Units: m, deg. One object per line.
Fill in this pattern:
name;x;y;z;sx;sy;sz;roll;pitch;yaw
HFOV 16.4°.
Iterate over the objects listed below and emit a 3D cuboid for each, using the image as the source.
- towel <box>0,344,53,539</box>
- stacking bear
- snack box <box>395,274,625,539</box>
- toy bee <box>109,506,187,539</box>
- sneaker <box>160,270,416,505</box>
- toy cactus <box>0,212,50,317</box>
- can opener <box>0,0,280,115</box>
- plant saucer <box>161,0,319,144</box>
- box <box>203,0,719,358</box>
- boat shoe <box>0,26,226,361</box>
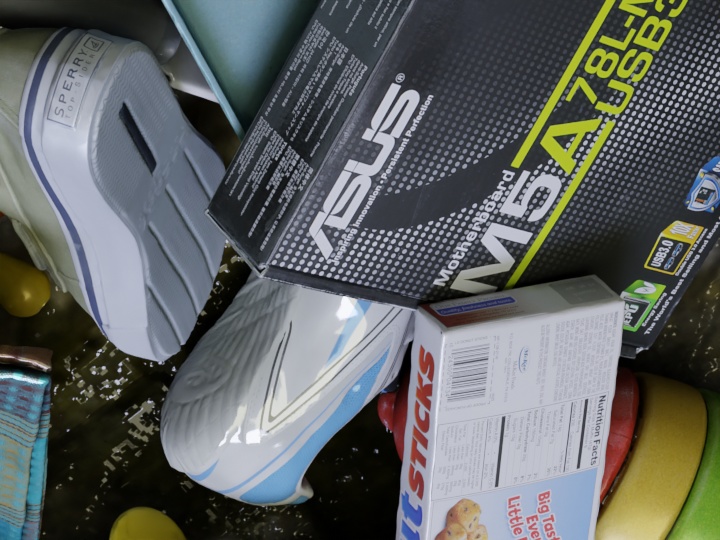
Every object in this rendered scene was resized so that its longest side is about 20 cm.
towel;-0.182;0.068;0.867;0.146;0.022;0.200;5;153;-8
stacking bear;0.104;0.083;0.958;0.200;0.121;0.114;29;69;-11
snack box;0.048;0.099;0.885;0.072;0.024;0.201;-10;121;-25
toy bee;-0.102;0.159;0.917;0.200;0.131;0.109;-33;136;12
sneaker;0.000;0.000;0.921;0.072;0.072;0.200;21;110;-37
toy cactus;-0.206;-0.023;0.861;0.164;0.102;0.200;-14;126;17
can opener;-0.086;-0.090;0.836;0.199;0.067;0.054;17;73;-32
plant saucer;-0.042;-0.112;0.797;0.070;0.019;0.200;-38;126;-13
box;0.072;-0.073;0.835;0.193;0.048;0.200;13;115;-45
boat shoe;-0.091;-0.031;0.853;0.062;0.072;0.200;20;158;15
